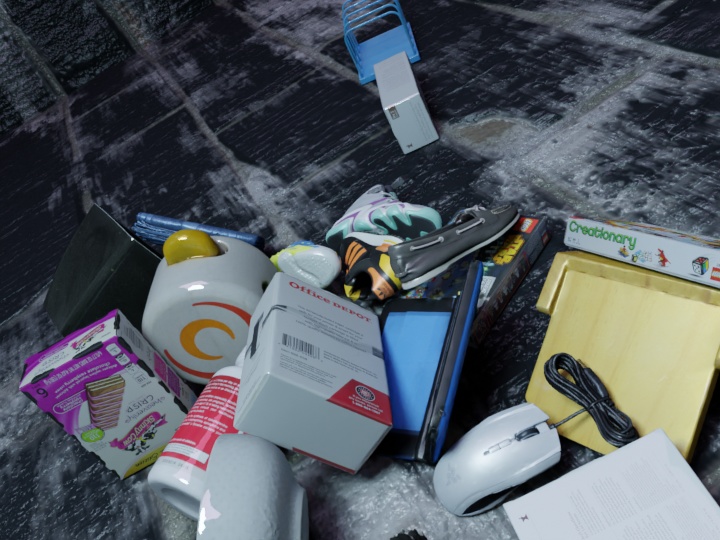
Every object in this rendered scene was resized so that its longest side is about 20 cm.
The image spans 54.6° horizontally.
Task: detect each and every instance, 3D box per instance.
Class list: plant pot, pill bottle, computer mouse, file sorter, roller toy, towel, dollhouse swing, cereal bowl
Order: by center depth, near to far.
[{"bbox_3d":[-0.093,0.254,0.651,0.083,0.200,0.200,-1,40,1],"label":"cereal bowl"},{"bbox_3d":[0.150,0.167,0.665,0.200,0.044,0.110,-37,54,12],"label":"computer mouse"},{"bbox_3d":[0.296,0.085,0.711,0.182,0.176,0.200,-3,14,-43],"label":"dollhouse swing"},{"bbox_3d":[-0.149,0.188,0.822,0.112,0.112,0.200,1,46,35],"label":"pill bottle"},{"bbox_3d":[-0.199,0.051,0.956,0.183,0.200,0.140,-51,25,28],"label":"roller toy"},{"bbox_3d":[-0.371,0.043,1.094,0.178,0.200,0.200,-52,40,-8],"label":"plant pot"},{"bbox_3d":[-0.260,-0.051,1.140,0.200,0.049,0.112,11,1,3],"label":"towel"},{"bbox_3d":[0.037,-0.529,1.545,0.139,0.123,0.200,-21,37,13],"label":"file sorter"}]

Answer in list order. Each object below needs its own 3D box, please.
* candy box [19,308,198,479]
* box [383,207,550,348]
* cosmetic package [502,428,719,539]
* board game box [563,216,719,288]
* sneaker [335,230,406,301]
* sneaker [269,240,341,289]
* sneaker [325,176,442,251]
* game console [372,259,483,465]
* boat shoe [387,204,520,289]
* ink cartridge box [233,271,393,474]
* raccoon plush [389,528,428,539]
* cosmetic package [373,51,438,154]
[{"bbox_3d":[-0.305,0.162,0.884,0.136,0.200,0.061,-29,36,3],"label":"candy box"},{"bbox_3d":[0.140,0.001,0.911,0.137,0.040,0.200,13,53,41],"label":"box"},{"bbox_3d":[0.223,0.243,0.537,0.151,0.052,0.200,-26,45,2],"label":"cosmetic package"},{"bbox_3d":[0.326,-0.020,0.714,0.126,0.035,0.200,2,12,-29],"label":"board game box"},{"bbox_3d":[0.000,0.000,0.949,0.090,0.070,0.200,-46,21,-19],"label":"sneaker"},{"bbox_3d":[-0.082,-0.017,1.027,0.200,0.076,0.105,-15,27,47],"label":"sneaker"},{"bbox_3d":[0.049,-0.095,1.047,0.200,0.078,0.140,-6,40,38],"label":"sneaker"},{"bbox_3d":[0.054,0.097,0.764,0.118,0.171,0.200,13,64,11],"label":"game console"},{"bbox_3d":[0.118,-0.047,0.861,0.200,0.057,0.067,-32,9,-26],"label":"boat shoe"},{"bbox_3d":[-0.051,0.106,0.779,0.084,0.144,0.200,-56,18,25],"label":"ink cartridge box"},{"bbox_3d":[0.023,0.314,0.581,0.134,0.097,0.200,-36,36,5],"label":"raccoon plush"},{"bbox_3d":[0.081,-0.310,1.271,0.074,0.102,0.200,-23,37,10],"label":"cosmetic package"}]
